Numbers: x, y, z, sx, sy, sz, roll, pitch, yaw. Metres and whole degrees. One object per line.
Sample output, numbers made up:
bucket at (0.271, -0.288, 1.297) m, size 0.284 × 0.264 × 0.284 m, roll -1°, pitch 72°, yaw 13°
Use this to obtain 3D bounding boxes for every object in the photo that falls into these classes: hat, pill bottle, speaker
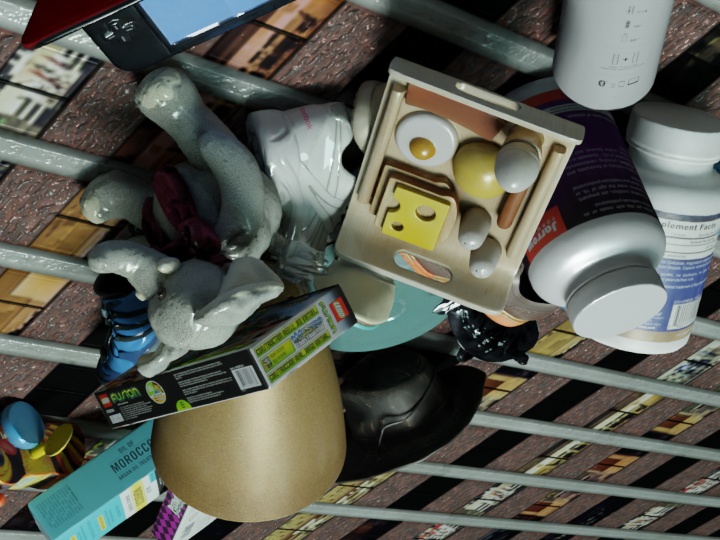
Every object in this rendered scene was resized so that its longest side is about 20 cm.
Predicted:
hat at (0.029, 0.136, 1.477) m, size 0.200 × 0.201 × 0.081 m, roll -29°, pitch 108°, yaw 19°
pill bottle at (0.253, -0.038, 1.231) m, size 0.111 × 0.111 × 0.200 m, roll -2°, pitch 115°, yaw -25°
speaker at (0.187, -0.205, 1.013) m, size 0.081 × 0.081 × 0.200 m, roll -13°, pitch 150°, yaw -7°
pill bottle at (0.173, -0.050, 1.141) m, size 0.112 × 0.200 × 0.113 m, roll -13°, pitch 149°, yaw -8°

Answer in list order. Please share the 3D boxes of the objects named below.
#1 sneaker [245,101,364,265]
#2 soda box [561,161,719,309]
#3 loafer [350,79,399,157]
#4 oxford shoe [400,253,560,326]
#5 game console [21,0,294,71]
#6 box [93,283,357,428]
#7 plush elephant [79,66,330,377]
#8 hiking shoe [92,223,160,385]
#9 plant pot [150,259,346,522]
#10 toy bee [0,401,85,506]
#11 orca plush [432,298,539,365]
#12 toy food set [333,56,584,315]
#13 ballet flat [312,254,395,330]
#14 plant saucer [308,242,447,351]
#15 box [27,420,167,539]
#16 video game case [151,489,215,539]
sneaker at (-0.031, -0.061, 1.146) m, size 0.099 × 0.078 × 0.200 m, roll -17°, pitch 151°, yaw -8°
soda box at (0.261, -0.038, 1.340) m, size 0.200 × 0.068 × 0.064 m, roll -33°, pitch 148°, yaw 25°
loafer at (0.063, -0.083, 1.135) m, size 0.068 × 0.076 × 0.200 m, roll 3°, pitch 159°, yaw 32°
oxford shoe at (0.105, -0.018, 1.252) m, size 0.200 × 0.071 × 0.073 m, roll 31°, pitch 152°, yaw -34°
game console at (-0.091, -0.172, 0.885) m, size 0.200 × 0.119 × 0.172 m, roll -22°, pitch 149°, yaw 9°
box at (-0.108, 0.069, 1.105) m, size 0.200 × 0.035 × 0.110 m, roll -18°, pitch -167°, yaw 44°
plush elephant at (-0.128, -0.010, 1.031) m, size 0.200 × 0.155 × 0.165 m, roll 38°, pitch 132°, yaw -12°
hiking shoe at (-0.194, 0.025, 1.218) m, size 0.087 × 0.074 × 0.200 m, roll 13°, pitch 129°, yaw -30°
plant pot at (-0.097, 0.094, 1.286) m, size 0.186 × 0.187 × 0.200 m, roll -8°, pitch 137°, yaw -15°
toy bee at (-0.344, 0.186, 1.357) m, size 0.200 × 0.109 × 0.131 m, roll 7°, pitch 144°, yaw -36°
orca plush at (0.145, 0.057, 1.399) m, size 0.105 × 0.071 × 0.200 m, roll -46°, pitch 155°, yaw -6°
toy food set at (0.066, -0.056, 1.048) m, size 0.143 × 0.060 × 0.200 m, roll 20°, pitch 137°, yaw 1°
ballet flat at (0.000, 0.000, 1.179) m, size 0.069 × 0.070 × 0.200 m, roll -18°, pitch -173°, yaw 1°
plant saucer at (0.020, 0.026, 1.354) m, size 0.200 × 0.036 × 0.200 m, roll -13°, pitch 149°, yaw -8°
box at (-0.231, 0.205, 1.425) m, size 0.200 × 0.049 × 0.082 m, roll -34°, pitch 160°, yaw -18°
video game case at (-0.123, 0.190, 1.467) m, size 0.181 × 0.036 × 0.200 m, roll -35°, pitch 163°, yaw -34°
